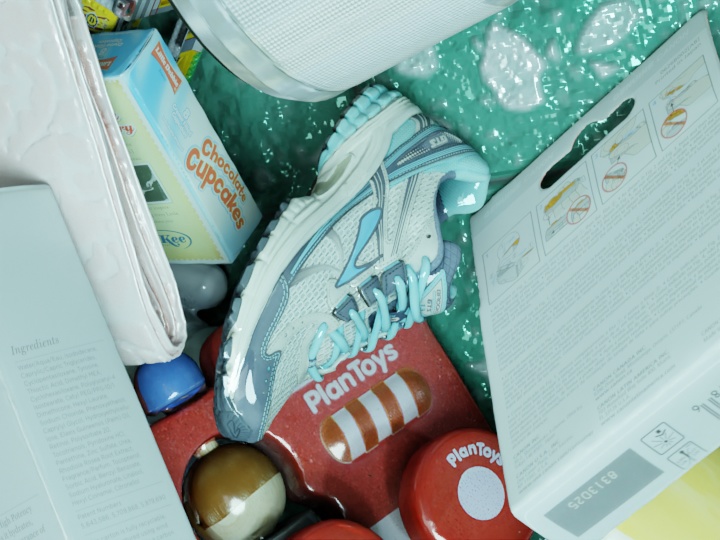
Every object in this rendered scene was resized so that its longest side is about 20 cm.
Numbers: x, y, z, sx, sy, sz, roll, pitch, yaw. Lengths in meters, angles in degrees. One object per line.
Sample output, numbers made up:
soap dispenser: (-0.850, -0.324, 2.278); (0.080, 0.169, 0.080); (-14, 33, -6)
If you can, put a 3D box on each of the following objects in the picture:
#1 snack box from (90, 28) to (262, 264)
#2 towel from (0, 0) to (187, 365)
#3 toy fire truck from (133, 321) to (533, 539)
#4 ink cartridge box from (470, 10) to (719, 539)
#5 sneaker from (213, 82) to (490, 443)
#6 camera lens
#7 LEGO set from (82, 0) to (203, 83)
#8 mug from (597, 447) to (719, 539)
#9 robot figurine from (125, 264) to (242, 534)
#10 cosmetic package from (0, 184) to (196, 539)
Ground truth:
snack box: (-0.156, -0.056, 0.942); (0.199, 0.037, 0.117); (0, 135, 34)
towel: (-0.184, -0.044, 0.898); (0.199, 0.032, 0.192); (-3, 110, 34)
toy fire truck: (-0.026, 0.095, 0.915); (0.169, 0.199, 0.112); (58, 152, 3)
ink cartridge box: (0.122, 0.002, 0.840); (0.050, 0.201, 0.162); (34, 120, -24)
sneaker: (0.000, 0.000, 0.879); (0.086, 0.201, 0.078); (26, 147, 6)
camera lens: (0.011, -0.177, 0.834); (0.199, 0.160, 0.161); (-24, 93, 28)
LEGO set: (-0.161, -0.136, 0.947); (0.200, 0.116, 0.154); (40, 116, 10)
mug: (0.171, 0.146, 0.862); (0.153, 0.150, 0.187); (32, 130, 5)
robot figurine: (-0.129, 0.066, 0.991); (0.199, 0.113, 0.171); (22, 86, 18)
cosmetic package: (-0.150, 0.074, 0.842); (0.101, 0.074, 0.201); (-29, 79, 39)
